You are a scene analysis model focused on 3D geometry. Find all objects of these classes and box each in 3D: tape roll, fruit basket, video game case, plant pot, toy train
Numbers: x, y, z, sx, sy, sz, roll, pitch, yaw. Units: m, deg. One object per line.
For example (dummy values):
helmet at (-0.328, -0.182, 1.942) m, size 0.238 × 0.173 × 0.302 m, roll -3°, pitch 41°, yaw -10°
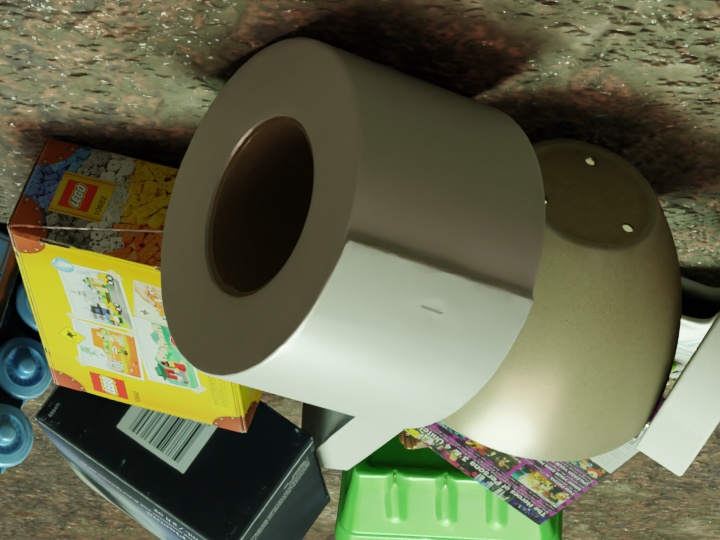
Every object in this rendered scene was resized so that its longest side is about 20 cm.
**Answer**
tape roll at (-0.007, -0.020, 1.383) m, size 0.139 × 0.204 × 0.202 m, roll 17°, pitch 158°, yaw -35°
fruit basket at (0.082, 0.190, 2.105) m, size 0.214 × 0.156 × 0.216 m, roll 5°, pitch 144°, yaw 3°
video game case at (0.105, 0.091, 1.764) m, size 0.199 × 0.036 × 0.181 m, roll 35°, pitch 141°, yaw -7°
plant pot at (0.119, -0.002, 1.468) m, size 0.199 × 0.201 × 0.135 m, roll 9°, pitch 137°, yaw -14°
toy train at (-0.284, 0.064, 1.716) m, size 0.114 × 0.201 × 0.087 m, roll 23°, pitch 157°, yaw -18°
tape roll at (0.244, 0.039, 1.516) m, size 0.037 × 0.203 × 0.203 m, roll 32°, pitch 163°, yaw 7°

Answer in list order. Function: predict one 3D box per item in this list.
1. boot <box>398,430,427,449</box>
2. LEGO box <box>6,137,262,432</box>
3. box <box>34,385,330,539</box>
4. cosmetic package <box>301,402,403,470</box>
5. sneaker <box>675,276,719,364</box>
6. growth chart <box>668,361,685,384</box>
boot at (0.102, 0.080, 1.888) m, size 0.106 × 0.076 × 0.200 m, roll -8°, pitch 162°, yaw -20°
LEGO box at (-0.142, 0.014, 1.596) m, size 0.148 × 0.078 × 0.201 m, roll 14°, pitch 149°, yaw 11°
box at (-0.140, 0.156, 1.940) m, size 0.199 × 0.124 × 0.199 m, roll 33°, pitch 167°, yaw 14°
cosmetic package at (0.000, 0.101, 1.933) m, size 0.050 × 0.083 × 0.200 m, roll 7°, pitch 162°, yaw -15°
sneaker at (0.206, 0.035, 1.730) m, size 0.199 × 0.071 × 0.080 m, roll -3°, pitch 140°, yaw 25°
growth chart at (0.206, 0.098, 1.911) m, size 0.144 × 0.018 × 0.200 m, roll -9°, pitch 166°, yaw -36°
